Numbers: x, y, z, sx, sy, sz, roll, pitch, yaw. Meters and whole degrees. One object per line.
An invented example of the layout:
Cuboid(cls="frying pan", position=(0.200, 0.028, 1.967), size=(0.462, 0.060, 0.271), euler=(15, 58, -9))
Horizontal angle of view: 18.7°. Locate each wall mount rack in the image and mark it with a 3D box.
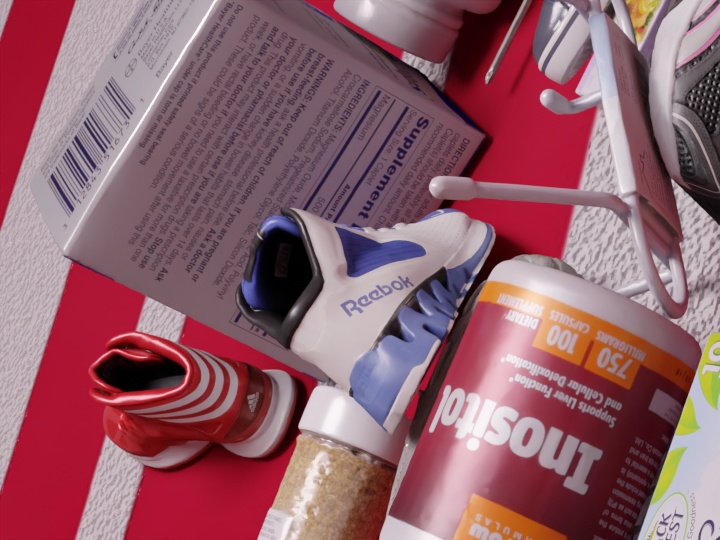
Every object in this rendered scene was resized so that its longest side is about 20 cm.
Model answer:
Cuboid(cls="wall mount rack", position=(0.095, -0.070, 1.058), size=(0.074, 0.174, 0.202), euler=(-19, 61, 22))

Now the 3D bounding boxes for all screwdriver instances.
Cuboid(cls="screwdriver", position=(0.119, -0.200, 1.308), size=(0.201, 0.028, 0.029), euler=(-64, 0, 1))

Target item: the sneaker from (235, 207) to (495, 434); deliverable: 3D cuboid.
Cuboid(cls="sneaker", position=(0.000, 0.000, 1.178), size=(0.081, 0.115, 0.200), euler=(-59, 0, 24))

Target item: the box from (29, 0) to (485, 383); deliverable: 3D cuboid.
Cuboid(cls="box", position=(-0.062, -0.065, 1.307), size=(0.185, 0.199, 0.105), euler=(-56, 30, 10))

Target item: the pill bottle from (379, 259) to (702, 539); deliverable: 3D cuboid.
Cuboid(cls="pill bottle", position=(0.078, 0.106, 1.051), size=(0.113, 0.112, 0.202), euler=(13, 79, 58))

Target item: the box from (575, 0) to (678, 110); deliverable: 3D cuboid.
Cuboid(cls="box", position=(0.182, -0.172, 1.177), size=(0.039, 0.041, 0.201), euler=(27, 89, 58))

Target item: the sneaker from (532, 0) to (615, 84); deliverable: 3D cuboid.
Cuboid(cls="sneaker", position=(0.133, -0.204, 1.220), size=(0.201, 0.079, 0.078), euler=(-61, -8, -6))

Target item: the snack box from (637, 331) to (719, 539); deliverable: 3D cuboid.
Cuboid(cls="snack box", position=(0.178, 0.133, 0.937), size=(0.142, 0.053, 0.202), euler=(4, 71, 59))

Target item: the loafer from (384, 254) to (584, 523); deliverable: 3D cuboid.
Cuboid(cls="loafer", position=(0.059, 0.085, 1.146), size=(0.070, 0.070, 0.201), euler=(0, 59, 62))

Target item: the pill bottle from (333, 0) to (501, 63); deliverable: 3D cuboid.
Cuboid(cls="pill bottle", position=(0.060, -0.233, 1.331), size=(0.201, 0.109, 0.109), euler=(-63, 30, 11))

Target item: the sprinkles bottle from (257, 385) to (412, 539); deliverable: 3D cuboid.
Cuboid(cls="sprinkles bottle", position=(-0.030, 0.167, 1.211), size=(0.068, 0.068, 0.202), euler=(8, 74, 58))

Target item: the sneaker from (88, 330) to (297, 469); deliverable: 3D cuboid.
Cuboid(cls="sneaker", position=(-0.135, 0.071, 1.396), size=(0.199, 0.115, 0.079), euler=(-14, 55, 52))

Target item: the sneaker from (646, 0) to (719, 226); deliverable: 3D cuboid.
Cuboid(cls="sneaker", position=(0.203, -0.123, 1.079), size=(0.086, 0.080, 0.202), euler=(-3, 70, 43))
